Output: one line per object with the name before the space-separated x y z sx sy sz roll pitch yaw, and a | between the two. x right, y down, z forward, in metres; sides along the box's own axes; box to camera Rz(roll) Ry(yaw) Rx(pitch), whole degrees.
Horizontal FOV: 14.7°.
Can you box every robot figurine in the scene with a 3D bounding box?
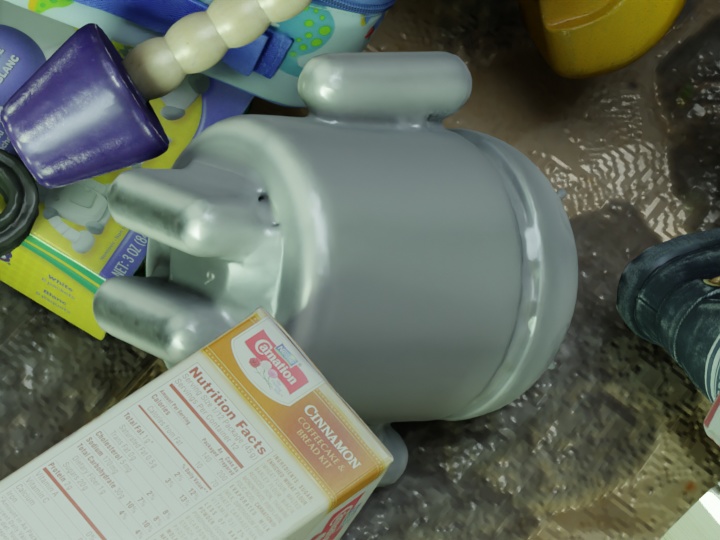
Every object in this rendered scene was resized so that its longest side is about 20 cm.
robot figurine | 0.000 0.000 1.049 0.200 0.170 0.113 3 15 -37

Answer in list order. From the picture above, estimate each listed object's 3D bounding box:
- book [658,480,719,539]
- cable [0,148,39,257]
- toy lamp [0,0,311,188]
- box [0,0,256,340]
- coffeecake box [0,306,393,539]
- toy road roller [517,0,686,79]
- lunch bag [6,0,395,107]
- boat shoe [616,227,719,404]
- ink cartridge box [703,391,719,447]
book | 0.211 0.153 1.058 0.200 0.048 0.134 48 28 13
cable | -0.221 -0.008 1.026 0.200 0.050 0.097 -23 69 -22
toy lamp | -0.040 -0.095 1.032 0.200 0.058 0.058 -31 71 4
box | -0.154 -0.074 1.097 0.200 0.048 0.117 30 56 2
coffeecake box | -0.102 0.119 0.937 0.200 0.154 0.073 -33 76 -31
toy road roller | 0.119 -0.167 1.161 0.200 0.146 0.123 -14 23 -2
lunch bag | -0.080 -0.154 1.116 0.200 0.082 0.161 20 38 -15
boat shoe | 0.202 0.022 1.144 0.200 0.071 0.091 5 25 -36
ink cartridge box | 0.249 0.033 1.062 0.200 0.145 0.083 11 22 -40
